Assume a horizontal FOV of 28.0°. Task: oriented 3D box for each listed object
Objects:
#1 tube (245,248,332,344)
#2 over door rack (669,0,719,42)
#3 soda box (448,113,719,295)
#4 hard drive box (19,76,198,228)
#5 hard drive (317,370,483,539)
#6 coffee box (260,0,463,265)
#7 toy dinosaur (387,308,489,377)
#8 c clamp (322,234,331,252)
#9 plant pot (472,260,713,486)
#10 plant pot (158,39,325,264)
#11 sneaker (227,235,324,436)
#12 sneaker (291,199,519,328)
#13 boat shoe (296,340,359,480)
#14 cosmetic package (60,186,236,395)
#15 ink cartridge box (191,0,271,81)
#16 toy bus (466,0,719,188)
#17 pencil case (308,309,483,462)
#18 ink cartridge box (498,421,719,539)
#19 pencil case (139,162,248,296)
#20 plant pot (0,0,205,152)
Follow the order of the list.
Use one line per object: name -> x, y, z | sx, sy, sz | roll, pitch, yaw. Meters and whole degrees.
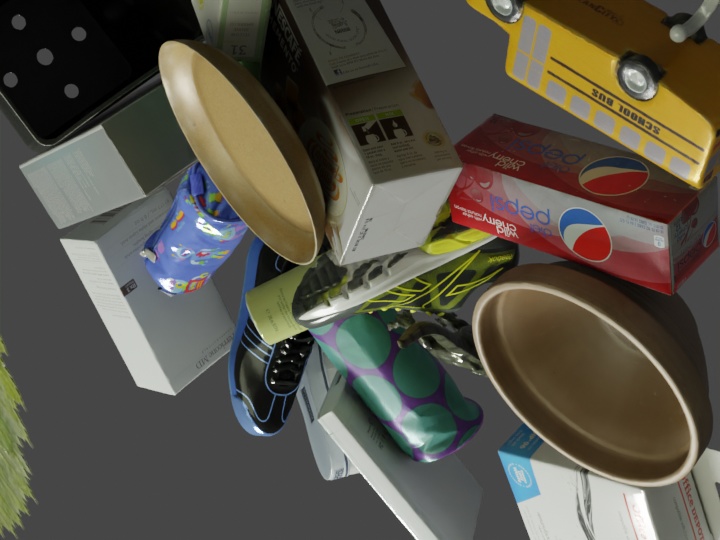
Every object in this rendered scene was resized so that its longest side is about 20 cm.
tube -> 0.000, 0.000, 1.226 | 0.058, 0.199, 0.052 | 55, -167, -60
over door rack -> 0.268, -0.156, 0.811 | 0.148, 0.067, 0.200 | 42, 147, 13
soda box -> 0.158, -0.051, 1.053 | 0.199, 0.070, 0.064 | 21, 137, 38
hard drive box -> -0.207, -0.123, 1.358 | 0.200, 0.156, 0.077 | -12, 113, 54
hard drive -> 0.041, 0.175, 1.365 | 0.027, 0.132, 0.200 | -32, 105, 25
coffee box -> -0.008, -0.122, 1.111 | 0.201, 0.079, 0.115 | 66, 154, 23
toy dinosaur -> 0.077, 0.060, 1.240 | 0.200, 0.048, 0.088 | 23, -167, -46
c clamp -> -0.029, -0.060, 1.317 | 0.200, 0.027, 0.171 | 42, 148, 12
plant pot -> 0.191, 0.061, 1.098 | 0.200, 0.093, 0.201 | 33, 148, 23
plant pot -> -0.086, -0.095, 1.108 | 0.200, 0.027, 0.200 | 48, 162, 21
sneaker -> -0.075, 0.062, 1.369 | 0.078, 0.070, 0.201 | 8, 95, 51
sneaker -> 0.041, 0.010, 1.174 | 0.075, 0.199, 0.085 | -100, -17, -57
boat shoe -> -0.018, 0.102, 1.433 | 0.075, 0.086, 0.203 | 123, 133, -62
cosmetic package -> -0.226, 0.022, 1.573 | 0.081, 0.113, 0.201 | 4, 127, 50
ink cartridge box -> -0.111, -0.208, 1.158 | 0.146, 0.048, 0.201 | -112, 27, -44
toy bus -> 0.163, -0.142, 0.958 | 0.200, 0.065, 0.078 | 35, 147, 23
pencil case -> 0.026, 0.079, 1.315 | 0.085, 0.092, 0.200 | -29, 104, 34
ink cartridge box -> 0.224, 0.197, 1.226 | 0.199, 0.068, 0.116 | 8, 130, 47
pencil case -> -0.162, -0.046, 1.448 | 0.200, 0.086, 0.078 | 134, 129, -57
plant pot -> -0.280, -0.223, 1.329 | 0.200, 0.199, 0.177 | 52, 160, -2
